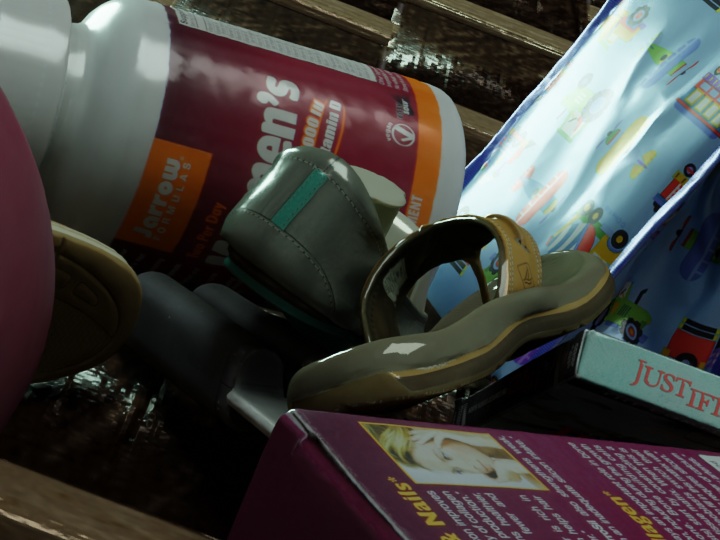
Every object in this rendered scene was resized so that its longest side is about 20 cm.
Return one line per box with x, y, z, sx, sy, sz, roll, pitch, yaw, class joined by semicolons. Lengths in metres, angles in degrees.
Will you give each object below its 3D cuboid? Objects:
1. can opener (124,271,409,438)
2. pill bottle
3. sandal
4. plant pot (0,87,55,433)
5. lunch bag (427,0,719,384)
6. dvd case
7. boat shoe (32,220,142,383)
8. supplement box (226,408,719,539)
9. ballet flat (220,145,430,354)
-0.036;0.057;0.946;0.053;0.067;0.200;11;9;-28;can opener
-0.067;-0.048;1.081;0.200;0.110;0.110;15;21;-20;pill bottle
0.028;0.010;0.886;0.054;0.080;0.200;67;25;2;sandal
-0.198;0.023;0.661;0.200;0.200;0.179;24;35;4;plant pot
0.120;-0.043;1.109;0.094;0.200;0.151;25;14;-26;lunch bag
0.120;0.067;0.967;0.146;0.022;0.200;20;-14;-7;dvd case
-0.174;-0.011;0.923;0.200;0.074;0.069;11;28;-28;boat shoe
0.069;0.122;0.792;0.200;0.103;0.131;9;23;-36;supplement box
0.000;0.000;0.989;0.067;0.064;0.200;34;-4;15;ballet flat
